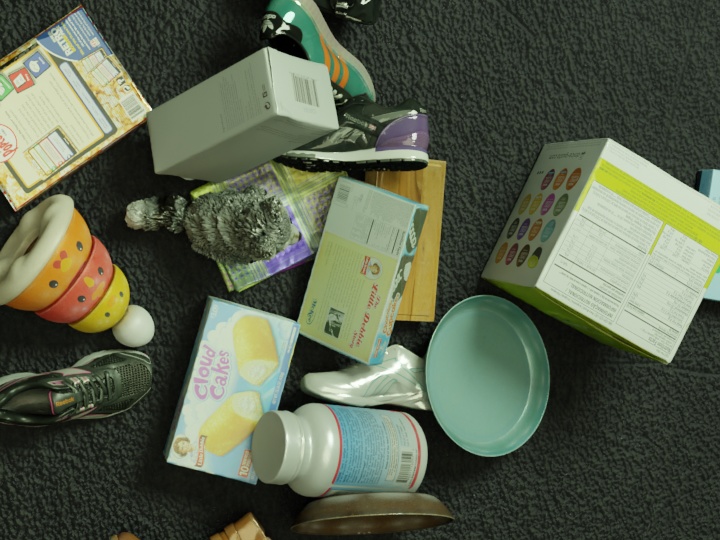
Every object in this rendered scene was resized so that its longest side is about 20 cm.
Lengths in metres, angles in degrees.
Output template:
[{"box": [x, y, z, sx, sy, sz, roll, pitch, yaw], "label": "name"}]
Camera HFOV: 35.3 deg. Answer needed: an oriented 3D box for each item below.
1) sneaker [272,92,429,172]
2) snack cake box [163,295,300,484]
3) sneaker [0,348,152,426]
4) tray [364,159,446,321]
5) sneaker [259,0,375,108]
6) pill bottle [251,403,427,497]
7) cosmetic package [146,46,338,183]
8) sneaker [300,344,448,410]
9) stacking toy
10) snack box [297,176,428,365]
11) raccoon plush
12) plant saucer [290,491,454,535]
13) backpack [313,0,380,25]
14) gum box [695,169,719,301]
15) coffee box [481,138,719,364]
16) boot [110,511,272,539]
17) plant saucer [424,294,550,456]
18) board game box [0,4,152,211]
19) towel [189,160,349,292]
[{"box": [-0.016, -0.167, 1.358, 0.197, 0.076, 0.089, 1, 83, 5], "label": "sneaker"}, {"box": [-0.157, 0.144, 1.374, 0.114, 0.067, 0.203, 16, 89, -13], "label": "snack cake box"}, {"box": [-0.338, 0.149, 1.324, 0.198, 0.086, 0.081, -16, 97, -12], "label": "sneaker"}, {"box": [0.051, -0.040, 1.416, 0.097, 0.037, 0.203, 3, 91, -27], "label": "tray"}, {"box": [-0.056, -0.238, 1.344, 0.200, 0.071, 0.081, 48, 57, -38], "label": "sneaker"}, {"box": [-0.026, 0.217, 1.355, 0.198, 0.108, 0.110, 11, 90, -34], "label": "pill bottle"}, {"box": [-0.136, -0.170, 1.283, 0.112, 0.198, 0.082, 5, 71, -54], "label": "cosmetic package"}, {"box": [0.019, 0.132, 1.417, 0.198, 0.070, 0.081, 4, 87, -20], "label": "sneaker"}, {"box": [-0.318, 0.021, 1.320, 0.199, 0.146, 0.147, 38, 84, -29], "label": "stacking toy"}, {"box": [0.000, 0.000, 1.367, 0.115, 0.037, 0.202, 22, 101, 30], "label": "snack box"}, {"box": [-0.169, -0.045, 1.306, 0.197, 0.134, 0.098, -8, 96, -11], "label": "raccoon plush"}, {"box": [0.014, 0.292, 1.361, 0.197, 0.200, 0.033, 2, 71, -12], "label": "plant saucer"}, {"box": [-0.025, -0.418, 1.349, 0.161, 0.154, 0.202, 15, 113, -6], "label": "backpack"}, {"box": [0.541, -0.035, 1.530, 0.197, 0.045, 0.172, 10, 90, -13], "label": "gum box"}, {"box": [0.301, -0.026, 1.399, 0.198, 0.200, 0.199, 28, 87, -13], "label": "coffee box"}, {"box": [-0.189, 0.348, 1.365, 0.155, 0.077, 0.200, -41, 106, -2], "label": "boot"}, {"box": [0.157, 0.133, 1.434, 0.198, 0.027, 0.203, 5, 80, -32], "label": "plant saucer"}, {"box": [-0.364, -0.188, 1.324, 0.199, 0.046, 0.152, -35, 99, -9], "label": "board game box"}, {"box": [-0.097, -0.074, 1.400, 0.198, 0.023, 0.145, -24, 98, -11], "label": "towel"}]
